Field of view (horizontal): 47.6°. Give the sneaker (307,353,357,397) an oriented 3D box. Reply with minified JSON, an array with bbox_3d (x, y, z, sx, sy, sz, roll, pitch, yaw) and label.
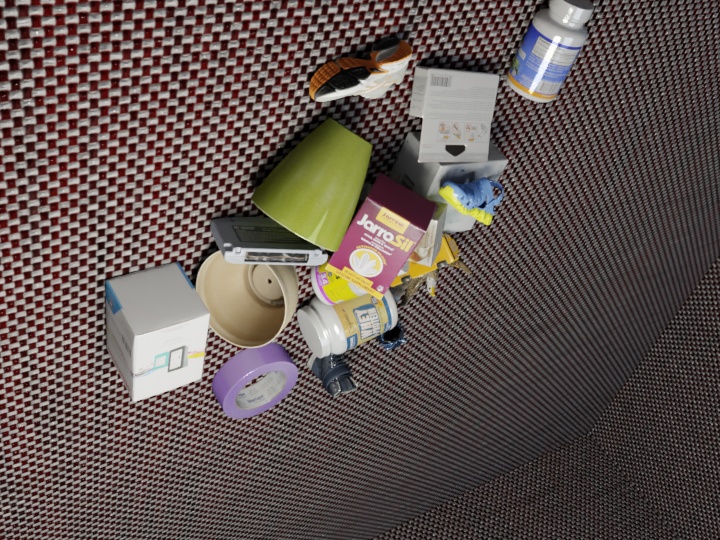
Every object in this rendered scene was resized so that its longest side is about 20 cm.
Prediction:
[{"bbox_3d":[-0.050,0.219,2.017,0.077,0.146,0.202,-9,137,-35],"label":"sneaker"}]

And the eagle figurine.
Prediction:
[{"bbox_3d":[0.147,0.006,1.975,0.200,0.151,0.152,-21,115,23],"label":"eagle figurine"}]

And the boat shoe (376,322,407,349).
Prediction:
[{"bbox_3d":[0.073,0.167,2.140,0.084,0.069,0.200,-37,149,0],"label":"boat shoe"}]

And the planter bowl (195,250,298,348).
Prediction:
[{"bbox_3d":[-0.204,0.035,1.609,0.200,0.200,0.135,-56,171,28],"label":"planter bowl"}]

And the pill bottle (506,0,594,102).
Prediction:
[{"bbox_3d":[0.377,-0.445,1.614,0.112,0.112,0.200,-12,139,-35],"label":"pill bottle"}]

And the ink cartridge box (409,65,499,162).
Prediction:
[{"bbox_3d":[0.180,-0.303,1.598,0.200,0.045,0.177,-6,110,-39],"label":"ink cartridge box"}]

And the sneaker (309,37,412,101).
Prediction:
[{"bbox_3d":[0.003,-0.328,1.434,0.200,0.076,0.092,-25,151,-17],"label":"sneaker"}]

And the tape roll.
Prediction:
[{"bbox_3d":[-0.250,0.264,1.951,0.200,0.066,0.200,-25,146,-18],"label":"tape roll"}]

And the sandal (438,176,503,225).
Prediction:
[{"bbox_3d":[0.227,-0.156,1.649,0.087,0.079,0.200,-52,153,16],"label":"sandal"}]

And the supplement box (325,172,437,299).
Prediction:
[{"bbox_3d":[0.039,-0.063,1.561,0.200,0.131,0.103,-59,-177,39],"label":"supplement box"}]

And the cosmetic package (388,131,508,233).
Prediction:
[{"bbox_3d":[0.173,-0.185,1.739,0.200,0.123,0.200,-12,140,-37],"label":"cosmetic package"}]

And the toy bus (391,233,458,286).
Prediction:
[{"bbox_3d":[0.137,-0.024,1.826,0.200,0.065,0.078,-24,179,41],"label":"toy bus"}]

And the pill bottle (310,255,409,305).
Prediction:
[{"bbox_3d":[0.000,0.000,1.751,0.200,0.104,0.104,-19,156,25],"label":"pill bottle"}]

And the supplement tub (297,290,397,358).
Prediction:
[{"bbox_3d":[-0.030,0.106,1.887,0.200,0.145,0.145,-25,146,-20],"label":"supplement tub"}]

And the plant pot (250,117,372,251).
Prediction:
[{"bbox_3d":[-0.070,-0.169,1.490,0.187,0.187,0.200,20,105,-54],"label":"plant pot"}]

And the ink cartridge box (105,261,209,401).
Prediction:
[{"bbox_3d":[-0.388,0.116,1.547,0.146,0.147,0.200,-17,144,-31],"label":"ink cartridge box"}]

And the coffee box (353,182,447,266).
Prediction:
[{"bbox_3d":[0.065,-0.095,1.650,0.080,0.200,0.115,-56,157,-51],"label":"coffee box"}]

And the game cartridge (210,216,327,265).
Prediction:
[{"bbox_3d":[-0.174,-0.057,1.533,0.200,0.133,0.042,1,116,-26],"label":"game cartridge"}]
